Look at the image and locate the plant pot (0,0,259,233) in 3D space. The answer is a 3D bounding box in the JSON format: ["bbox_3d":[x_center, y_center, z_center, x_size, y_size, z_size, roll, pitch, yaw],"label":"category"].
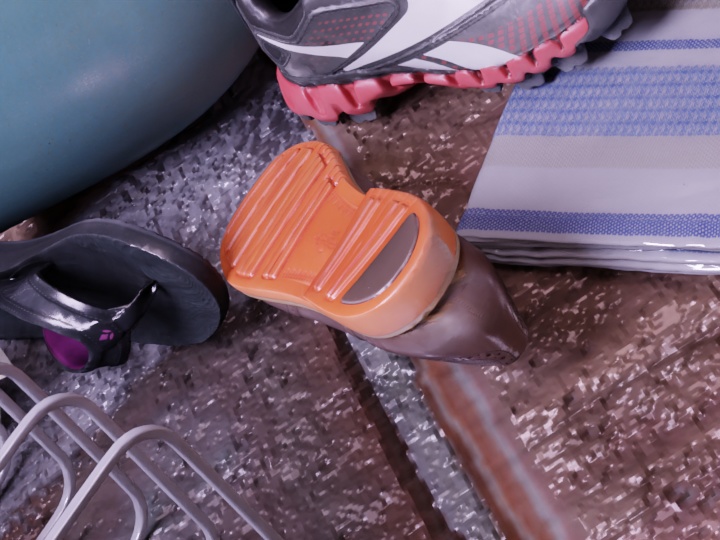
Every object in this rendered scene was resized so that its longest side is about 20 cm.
[{"bbox_3d":[-0.140,-0.135,0.910,0.161,0.201,0.201,-20,47,7],"label":"plant pot"}]

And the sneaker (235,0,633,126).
[{"bbox_3d":[0.027,-0.122,0.830,0.200,0.098,0.071,-9,47,38],"label":"sneaker"}]

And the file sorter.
[{"bbox_3d":[-0.145,0.110,0.755,0.200,0.139,0.125,17,65,41],"label":"file sorter"}]

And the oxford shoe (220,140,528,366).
[{"bbox_3d":[0.000,0.000,0.800,0.071,0.073,0.200,-55,27,0],"label":"oxford shoe"}]

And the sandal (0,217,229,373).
[{"bbox_3d":[-0.135,0.020,0.867,0.200,0.075,0.048,-5,49,43],"label":"sandal"}]

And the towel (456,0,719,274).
[{"bbox_3d":[0.131,-0.083,0.801,0.147,0.024,0.200,3,57,38],"label":"towel"}]

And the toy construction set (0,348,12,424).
[{"bbox_3d":[-0.255,0.074,0.858,0.200,0.131,0.092,-27,78,-36],"label":"toy construction set"}]
